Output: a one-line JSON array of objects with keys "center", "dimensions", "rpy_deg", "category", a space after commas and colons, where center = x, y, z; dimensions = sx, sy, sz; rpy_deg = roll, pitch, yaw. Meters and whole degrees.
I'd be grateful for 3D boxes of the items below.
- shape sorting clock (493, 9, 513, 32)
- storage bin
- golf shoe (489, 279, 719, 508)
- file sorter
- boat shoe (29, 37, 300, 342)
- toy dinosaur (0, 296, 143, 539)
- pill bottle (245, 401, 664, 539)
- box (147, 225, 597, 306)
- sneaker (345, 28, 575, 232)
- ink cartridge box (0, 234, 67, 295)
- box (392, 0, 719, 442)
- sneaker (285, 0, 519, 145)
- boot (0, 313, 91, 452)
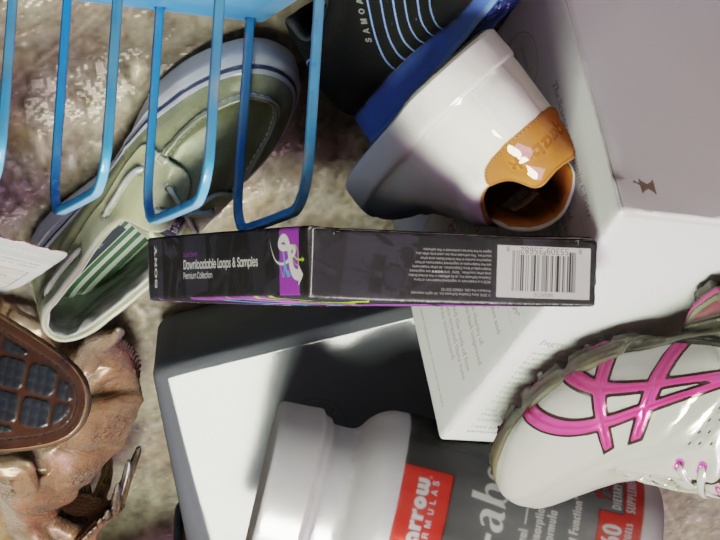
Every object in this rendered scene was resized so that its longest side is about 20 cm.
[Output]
[{"center": [0.103, -0.145, 1.288], "dimensions": [0.198, 0.039, 0.201], "rpy_deg": [-6, 137, -5], "category": "shape sorting clock"}, {"center": [-0.020, 0.077, 1.444], "dimensions": [0.198, 0.146, 0.135], "rpy_deg": [-13, 110, 3], "category": "storage bin"}, {"center": [0.145, 0.071, 1.226], "dimensions": [0.199, 0.093, 0.072], "rpy_deg": [-31, 148, 27], "category": "golf shoe"}, {"center": [-0.125, -0.089, 1.197], "dimensions": [0.198, 0.124, 0.139], "rpy_deg": [5, 175, -17], "category": "file sorter"}, {"center": [-0.098, -0.036, 1.344], "dimensions": [0.072, 0.062, 0.200], "rpy_deg": [24, 126, -32], "category": "boat shoe"}, {"center": [-0.159, 0.091, 1.457], "dimensions": [0.135, 0.086, 0.200], "rpy_deg": [17, 122, -32], "category": "toy dinosaur"}, {"center": [0.045, 0.137, 1.334], "dimensions": [0.198, 0.116, 0.116], "rpy_deg": [14, 134, -4], "category": "pill bottle"}, {"center": [0.000, 0.000, 1.227], "dimensions": [0.142, 0.036, 0.200], "rpy_deg": [2, 180, -25], "category": "box"}, {"center": [0.049, -0.042, 1.220], "dimensions": [0.073, 0.085, 0.200], "rpy_deg": [-42, 179, -13], "category": "sneaker"}, {"center": [-0.246, -0.025, 1.271], "dimensions": [0.161, 0.051, 0.200], "rpy_deg": [14, 161, -24], "category": "ink cartridge box"}, {"center": [0.110, -0.028, 1.289], "dimensions": [0.106, 0.153, 0.200], "rpy_deg": [5, 144, -25], "category": "box"}, {"center": [0.033, -0.138, 1.195], "dimensions": [0.078, 0.070, 0.200], "rpy_deg": [48, 135, 3], "category": "sneaker"}, {"center": [-0.200, 0.050, 1.321], "dimensions": [0.199, 0.075, 0.097], "rpy_deg": [11, 179, 27], "category": "boot"}]
